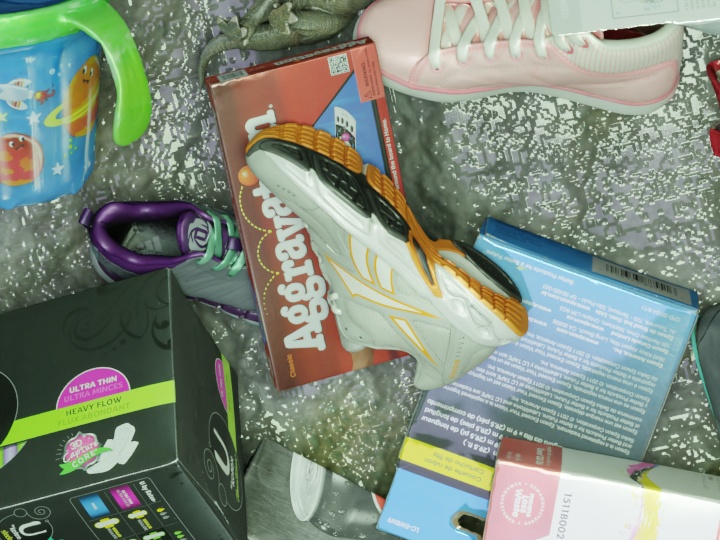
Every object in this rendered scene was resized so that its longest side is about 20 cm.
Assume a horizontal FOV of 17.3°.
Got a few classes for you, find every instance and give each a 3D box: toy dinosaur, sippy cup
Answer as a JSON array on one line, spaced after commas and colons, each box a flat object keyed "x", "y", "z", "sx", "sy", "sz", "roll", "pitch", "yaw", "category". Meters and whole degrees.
[{"x": -0.023, "y": -0.169, "z": 1.424, "sx": 0.077, "sy": 0.102, "sz": 0.200, "roll": 45, "pitch": 119, "yaw": 21, "category": "toy dinosaur"}, {"x": -0.215, "y": -0.112, "z": 1.440, "sx": 0.139, "sy": 0.178, "sz": 0.131, "roll": -11, "pitch": 115, "yaw": -20, "category": "sippy cup"}]

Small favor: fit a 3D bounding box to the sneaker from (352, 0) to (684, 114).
[{"x": 0.097, "y": -0.147, "z": 1.398, "sx": 0.200, "sy": 0.105, "sz": 0.076, "roll": 7, "pitch": 69, "yaw": 0, "category": "sneaker"}]

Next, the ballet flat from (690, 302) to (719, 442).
[{"x": 0.257, "y": 0.115, "z": 1.462, "sx": 0.073, "sy": 0.073, "sz": 0.200, "roll": -13, "pitch": 99, "yaw": 9, "category": "ballet flat"}]

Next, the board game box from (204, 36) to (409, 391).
[{"x": -0.023, "y": -0.032, "z": 1.426, "sx": 0.103, "sy": 0.019, "sz": 0.200, "roll": -15, "pitch": 112, "yaw": -8, "category": "board game box"}]

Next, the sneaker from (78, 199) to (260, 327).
[{"x": -0.074, "y": -0.005, "z": 1.457, "sx": 0.199, "sy": 0.088, "sz": 0.075, "roll": 5, "pitch": 81, "yaw": 5, "category": "sneaker"}]

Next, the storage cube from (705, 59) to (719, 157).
[{"x": 0.314, "y": -0.050, "z": 1.370, "sx": 0.200, "sy": 0.171, "sz": 0.180, "roll": -17, "pitch": 102, "yaw": 9, "category": "storage cube"}]

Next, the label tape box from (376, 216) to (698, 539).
[{"x": 0.109, "y": 0.086, "z": 1.478, "sx": 0.144, "sy": 0.063, "sz": 0.200, "roll": 20, "pitch": 103, "yaw": 1, "category": "label tape box"}]

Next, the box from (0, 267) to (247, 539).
[{"x": -0.183, "y": 0.112, "z": 1.451, "sx": 0.200, "sy": 0.149, "sz": 0.124, "roll": -16, "pitch": 140, "yaw": 11, "category": "box"}]

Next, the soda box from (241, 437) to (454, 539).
[{"x": 0.008, "y": 0.186, "z": 1.499, "sx": 0.200, "sy": 0.063, "sz": 0.071, "roll": 27, "pitch": 66, "yaw": -1, "category": "soda box"}]

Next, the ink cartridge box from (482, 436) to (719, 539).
[{"x": 0.171, "y": 0.179, "z": 1.421, "sx": 0.199, "sy": 0.068, "sz": 0.117, "roll": 10, "pitch": 99, "yaw": 4, "category": "ink cartridge box"}]

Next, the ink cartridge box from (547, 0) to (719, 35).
[{"x": 0.204, "y": -0.208, "z": 1.367, "sx": 0.199, "sy": 0.057, "sz": 0.163, "roll": -8, "pitch": 67, "yaw": 9, "category": "ink cartridge box"}]

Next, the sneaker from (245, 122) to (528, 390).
[{"x": 0.000, "y": 0.000, "z": 1.394, "sx": 0.200, "sy": 0.076, "sz": 0.092, "roll": 40, "pitch": 112, "yaw": -13, "category": "sneaker"}]
